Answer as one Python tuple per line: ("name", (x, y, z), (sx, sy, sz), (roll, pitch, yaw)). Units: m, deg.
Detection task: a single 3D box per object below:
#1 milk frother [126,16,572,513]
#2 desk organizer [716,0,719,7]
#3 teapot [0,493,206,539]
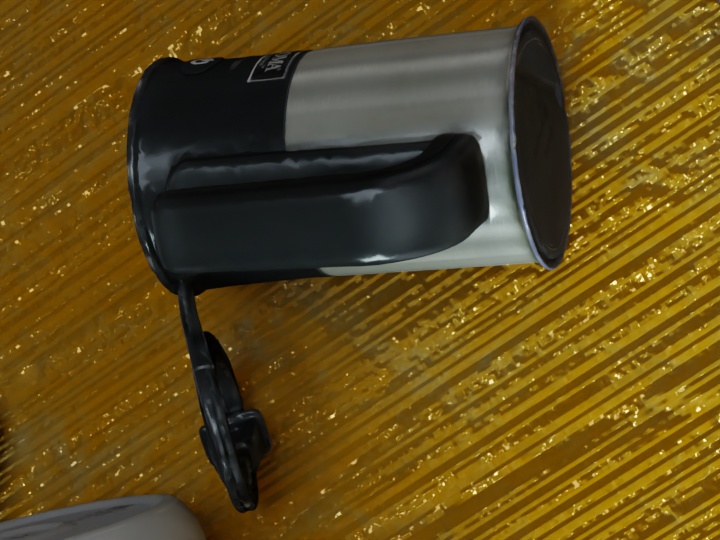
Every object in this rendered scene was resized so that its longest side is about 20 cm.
("milk frother", (0.000, 0.000, 0.959), (0.188, 0.181, 0.200), (-4, 125, 19))
("desk organizer", (0.248, -0.169, 0.914), (0.200, 0.072, 0.077), (-26, 73, 14))
("teapot", (-0.152, 0.195, 0.954), (0.197, 0.200, 0.146), (-13, 92, 5))
